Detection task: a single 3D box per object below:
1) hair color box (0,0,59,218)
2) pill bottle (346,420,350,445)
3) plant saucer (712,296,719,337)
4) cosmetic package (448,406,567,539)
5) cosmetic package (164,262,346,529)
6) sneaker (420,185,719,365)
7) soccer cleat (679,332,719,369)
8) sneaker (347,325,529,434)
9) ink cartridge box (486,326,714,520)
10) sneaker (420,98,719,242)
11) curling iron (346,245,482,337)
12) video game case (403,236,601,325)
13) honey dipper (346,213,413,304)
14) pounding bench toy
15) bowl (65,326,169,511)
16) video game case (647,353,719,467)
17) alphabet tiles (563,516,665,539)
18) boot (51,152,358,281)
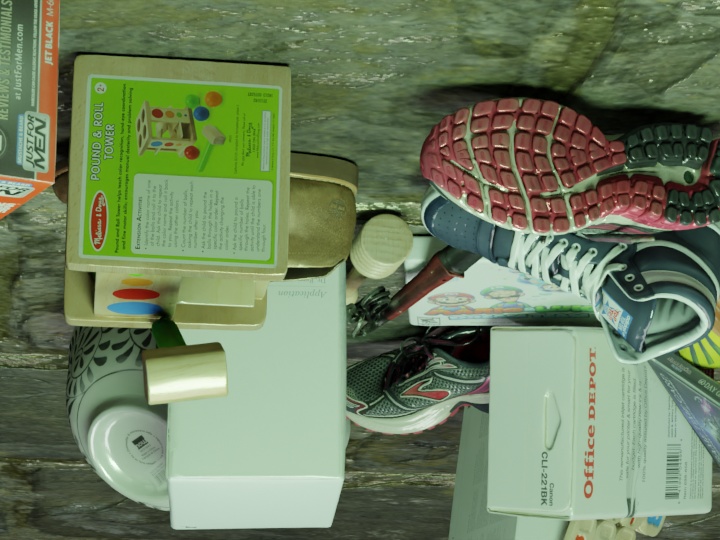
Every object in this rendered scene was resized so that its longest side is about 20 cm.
[{"bbox_3d":[-0.231,-0.078,1.407,0.064,0.111,0.200,8,164,-27],"label":"hair color box"},{"bbox_3d":[-0.080,0.110,2.089,0.113,0.113,0.200,-4,165,15],"label":"pill bottle"},{"bbox_3d":[0.319,-0.003,1.697,0.200,0.037,0.200,3,144,2],"label":"plant saucer"},{"bbox_3d":[0.129,0.186,2.188,0.052,0.200,0.151,14,162,-20],"label":"cosmetic package"},{"bbox_3d":[-0.073,0.066,1.760,0.123,0.200,0.199,2,165,-3],"label":"cosmetic package"},{"bbox_3d":[0.133,-0.004,1.611,0.200,0.109,0.070,8,136,2],"label":"sneaker"},{"bbox_3d":[0.260,0.021,1.851,0.084,0.065,0.200,10,161,-10],"label":"soccer cleat"},{"bbox_3d":[0.063,0.075,2.045,0.200,0.081,0.075,-14,138,30],"label":"sneaker"},{"bbox_3d":[0.187,0.117,1.971,0.084,0.144,0.200,-1,177,38],"label":"ink cartridge box"},{"bbox_3d":[0.125,-0.050,1.524,0.200,0.081,0.075,8,167,-26],"label":"sneaker"},{"bbox_3d":[0.055,0.000,1.765,0.200,0.026,0.050,-33,173,41],"label":"curling iron"},{"bbox_3d":[0.133,0.009,1.878,0.200,0.024,0.182,0,165,2],"label":"video game case"},{"bbox_3d":[0.000,0.000,1.829,0.038,0.038,0.200,4,167,-10],"label":"honey dipper"},{"bbox_3d":[-0.112,-0.005,1.500,0.124,0.200,0.156,2,164,-7],"label":"pounding bench toy"},{"bbox_3d":[-0.149,0.114,1.929,0.201,0.201,0.094,-7,-153,27],"label":"bowl"},{"bbox_3d":[0.302,0.140,1.902,0.143,0.019,0.200,53,171,-36],"label":"video game case"},{"bbox_3d":[0.221,0.163,2.144,0.015,0.196,0.200,18,177,32],"label":"alphabet tiles"},{"bbox_3d":[-0.100,-0.037,1.622,0.200,0.075,0.074,4,166,-9],"label":"boot"}]
